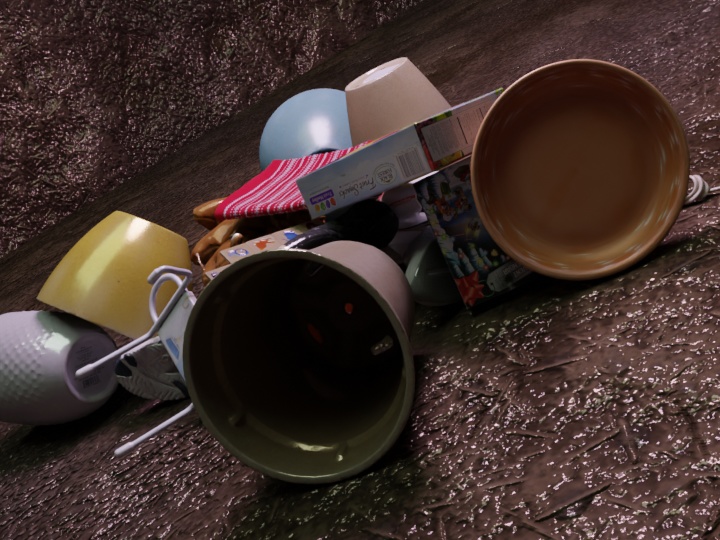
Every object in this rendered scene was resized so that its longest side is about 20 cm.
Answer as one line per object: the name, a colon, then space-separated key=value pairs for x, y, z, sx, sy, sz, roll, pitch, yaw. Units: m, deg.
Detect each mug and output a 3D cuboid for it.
mug: x=-0.381 y=0.124 z=1.213 sx=0.174 sy=0.150 sz=0.199 roll=-4 pitch=-1 yaw=38

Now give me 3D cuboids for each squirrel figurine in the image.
squirrel figurine: x=-0.129 y=-0.033 z=1.230 sx=0.198 sy=0.143 sz=0.187 roll=-19 pitch=12 yaw=3

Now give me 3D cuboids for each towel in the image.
towel: x=-0.083 y=-0.112 z=1.170 sx=0.199 sy=0.023 sz=0.145 roll=-4 pitch=31 yaw=44

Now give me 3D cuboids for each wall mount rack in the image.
wall mount rack: x=-0.221 y=0.099 z=1.013 sx=0.174 sy=0.074 sz=0.200 roll=-52 pitch=55 yaw=21

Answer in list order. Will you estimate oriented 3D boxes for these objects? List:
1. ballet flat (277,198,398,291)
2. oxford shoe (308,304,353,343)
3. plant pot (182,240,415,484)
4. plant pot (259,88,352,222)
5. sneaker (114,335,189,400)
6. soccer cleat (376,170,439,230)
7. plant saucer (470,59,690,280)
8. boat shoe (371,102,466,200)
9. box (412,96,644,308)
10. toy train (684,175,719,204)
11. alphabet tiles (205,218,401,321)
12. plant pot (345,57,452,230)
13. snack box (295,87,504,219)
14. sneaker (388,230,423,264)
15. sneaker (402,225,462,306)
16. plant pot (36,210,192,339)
ballet flat: x=-0.034 y=-0.026 z=0.992 sx=0.056 sy=0.067 sz=0.199 roll=24 pitch=33 yaw=31
oxford shoe: x=-0.072 y=0.054 z=1.026 sx=0.198 sy=0.072 sz=0.073 roll=-3 pitch=24 yaw=13
plant pot: x=-0.031 y=0.059 z=0.836 sx=0.199 sy=0.202 sz=0.183 roll=-21 pitch=8 yaw=19
plant pot: x=-0.049 y=-0.152 z=1.358 sx=0.198 sy=0.201 sz=0.135 roll=-26 pitch=23 yaw=5
sneaker: x=-0.194 y=0.082 z=1.129 sx=0.197 sy=0.080 sz=0.130 roll=-24 pitch=18 yaw=11
soccer cleat: x=0.109 y=-0.090 z=1.113 sx=0.199 sy=0.069 sz=0.085 roll=-14 pitch=-3 yaw=-38
plant saucer: x=0.203 y=-0.093 z=0.868 sx=0.198 sy=0.202 sz=0.037 roll=-24 pitch=2 yaw=10
boat shoe: x=0.072 y=-0.145 z=1.134 sx=0.199 sy=0.073 sz=0.072 roll=-28 pitch=-8 yaw=14
box: x=0.168 y=-0.065 z=0.915 sx=0.198 sy=0.138 sz=0.040 roll=-25 pitch=3 yaw=10
toy train: x=0.266 y=-0.115 z=0.946 sx=0.198 sy=0.117 sz=0.085 roll=-13 pitch=24 yaw=37
alphabet tiles: x=-0.062 y=-0.005 z=1.026 sx=0.198 sy=0.006 sz=0.166 roll=-20 pitch=35 yaw=-26
plant pot: x=0.064 y=-0.175 z=1.251 sx=0.186 sy=0.201 sz=0.188 roll=-24 pitch=19 yaw=9
snack box: x=0.045 y=-0.119 z=0.965 sx=0.142 sy=0.053 sz=0.199 roll=-27 pitch=7 yaw=-40
sneaker: x=0.000 y=0.000 z=1.116 sx=0.198 sy=0.086 sz=0.073 roll=-10 pitch=-1 yaw=-11
sneaker: x=0.082 y=-0.007 z=1.012 sx=0.080 sy=0.071 sz=0.200 roll=-25 pitch=11 yaw=28
plant pot: x=-0.298 y=0.007 z=1.207 sx=0.199 sy=0.199 sz=0.143 roll=10 pitch=78 yaw=61
